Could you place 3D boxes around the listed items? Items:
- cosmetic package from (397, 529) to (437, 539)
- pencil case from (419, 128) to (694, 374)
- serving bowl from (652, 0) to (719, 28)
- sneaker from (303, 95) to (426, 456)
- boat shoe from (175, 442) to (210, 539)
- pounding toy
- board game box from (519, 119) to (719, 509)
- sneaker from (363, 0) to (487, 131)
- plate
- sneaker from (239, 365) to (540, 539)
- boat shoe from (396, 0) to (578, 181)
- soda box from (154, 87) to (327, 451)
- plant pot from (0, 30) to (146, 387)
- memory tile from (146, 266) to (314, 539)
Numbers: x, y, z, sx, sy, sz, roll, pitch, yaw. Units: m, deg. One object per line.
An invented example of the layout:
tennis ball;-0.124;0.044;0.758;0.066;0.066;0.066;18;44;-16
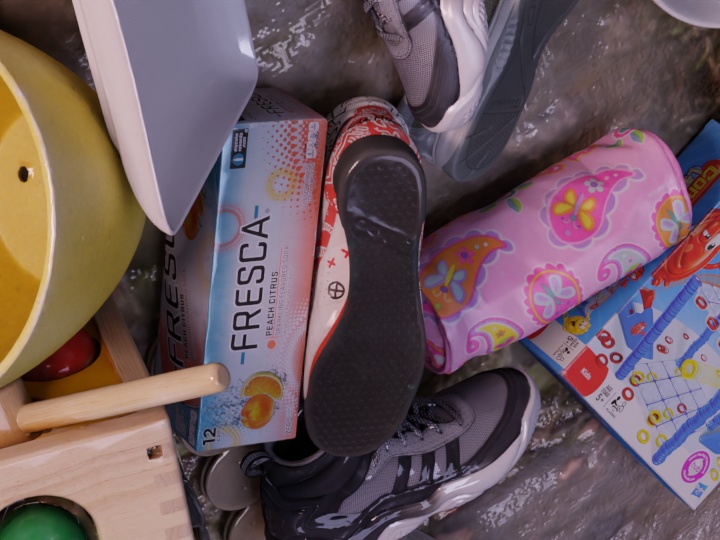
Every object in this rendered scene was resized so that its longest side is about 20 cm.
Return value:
cosmetic package;0.028;0.291;1.573;0.166;0.167;0.200;32;95;-43
pencil case;0.111;-0.015;1.506;0.200;0.087;0.087;-31;130;-17
serving bowl;0.221;-0.249;1.451;0.200;0.066;0.200;-17;125;-25
sneaker;0.001;0.000;1.411;0.067;0.108;0.201;2;117;-8
boat shoe;-0.125;0.148;1.446;0.072;0.066;0.201;-28;129;-11
pounding toy;-0.168;0.092;1.267;0.184;0.200;0.142;-15;117;-11
board game box;0.231;0.033;1.634;0.196;0.056;0.200;-48;133;-1
sneaker;-0.001;-0.163;1.326;0.114;0.075;0.200;-18;112;-21
plate;-0.105;-0.146;1.219;0.032;0.200;0.200;-5;117;14
sneaker;0.019;0.099;1.489;0.200;0.075;0.114;-32;133;-12
boat shoe;0.079;-0.153;1.412;0.074;0.065;0.202;-5;121;-57
soda box;-0.070;-0.001;1.384;0.068;0.064;0.200;-5;112;-29
plant pot;-0.189;-0.035;1.230;0.142;0.200;0.200;-11;125;-57
memory tile;-0.043;0.081;1.500;0.153;0.017;0.200;-32;130;-15
